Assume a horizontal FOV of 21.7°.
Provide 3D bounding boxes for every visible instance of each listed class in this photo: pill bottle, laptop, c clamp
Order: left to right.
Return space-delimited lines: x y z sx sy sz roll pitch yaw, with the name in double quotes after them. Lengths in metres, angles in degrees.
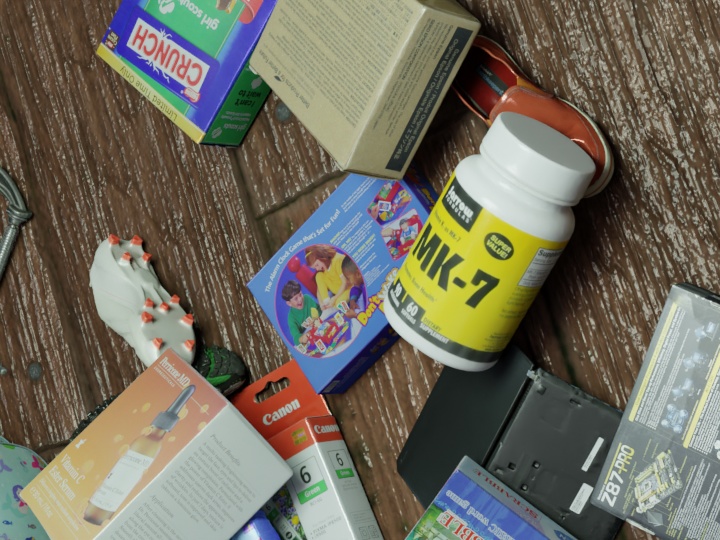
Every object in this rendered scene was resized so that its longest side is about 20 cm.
-0.404 -0.013 2.031 0.170 0.027 0.201 27 105 37 "c clamp"
0.111 -0.025 1.593 0.114 0.114 0.201 40 114 28 "pill bottle"
0.145 0.162 1.663 0.199 0.103 0.178 27 106 5 "laptop"

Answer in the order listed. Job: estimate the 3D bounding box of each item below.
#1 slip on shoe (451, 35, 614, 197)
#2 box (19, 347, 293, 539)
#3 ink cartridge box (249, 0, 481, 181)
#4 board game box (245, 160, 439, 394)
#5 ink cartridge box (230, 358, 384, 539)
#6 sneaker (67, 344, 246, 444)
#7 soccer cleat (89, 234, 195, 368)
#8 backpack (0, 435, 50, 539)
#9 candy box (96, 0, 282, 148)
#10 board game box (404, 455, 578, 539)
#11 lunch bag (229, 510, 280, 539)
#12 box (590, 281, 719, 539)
0.141 -0.135 1.643 0.200 0.061 0.074 47 111 24 "slip on shoe"
-0.189 0.196 1.723 0.200 0.106 0.152 -45 32 -8 "box"
0.000 -0.202 1.690 0.200 0.075 0.165 50 121 43 "ink cartridge box"
0.000 0.000 1.743 0.200 0.045 0.135 -45 66 24 "board game box"
-0.065 0.191 1.777 0.109 0.050 0.201 -32 73 30 "ink cartridge box"
-0.190 0.143 1.863 0.199 0.078 0.085 -32 108 22 "sneaker"
-0.218 0.047 1.866 0.078 0.069 0.200 -62 41 29 "soccer cleat"
-0.397 0.252 1.928 0.150 0.177 0.201 -40 58 23 "backpack"
-0.145 -0.248 1.828 0.169 0.077 0.201 40 111 27 "candy box"
0.112 0.298 1.621 0.199 0.041 0.200 36 110 6 "board game box"
-0.101 0.325 1.738 0.151 0.094 0.200 60 139 20 "lunch bag"
0.295 0.132 1.528 0.160 0.049 0.201 23 102 22 "box"
